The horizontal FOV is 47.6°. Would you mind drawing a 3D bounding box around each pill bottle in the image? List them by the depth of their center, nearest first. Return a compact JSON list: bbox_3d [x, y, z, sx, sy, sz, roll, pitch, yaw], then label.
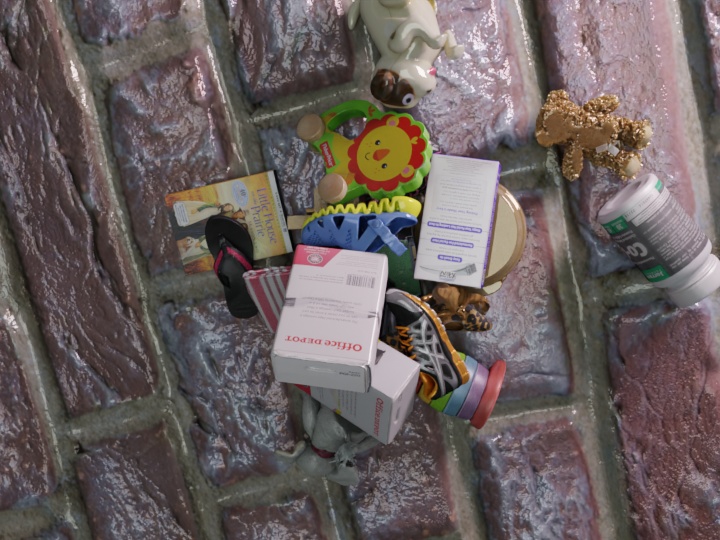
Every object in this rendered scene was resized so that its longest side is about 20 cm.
[{"bbox_3d":[0.485,-0.046,1.308,0.113,0.113,0.200,-41,93,11],"label":"pill bottle"}]

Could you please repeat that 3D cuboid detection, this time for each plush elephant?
[{"bbox_3d":[-0.054,0.285,1.401,0.164,0.201,0.155,34,126,-17],"label":"plush elephant"}]

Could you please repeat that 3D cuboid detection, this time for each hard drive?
[{"bbox_3d":[0.000,0.000,1.367,0.199,0.038,0.140,-8,134,8],"label":"hard drive"}]

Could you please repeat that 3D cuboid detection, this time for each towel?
[{"bbox_3d":[-0.082,0.042,1.365,0.199,0.030,0.147,-7,133,11],"label":"towel"}]

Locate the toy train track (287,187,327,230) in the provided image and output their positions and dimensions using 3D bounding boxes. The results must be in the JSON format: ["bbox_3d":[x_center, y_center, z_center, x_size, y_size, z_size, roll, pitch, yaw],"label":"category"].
[{"bbox_3d":[-0.024,-0.083,1.393,0.199,0.033,0.116,-1,87,0],"label":"toy train track"}]

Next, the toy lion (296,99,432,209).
[{"bbox_3d":[0.013,-0.192,1.300,0.191,0.069,0.201,-27,62,11],"label":"toy lion"}]

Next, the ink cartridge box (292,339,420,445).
[{"bbox_3d":[-0.014,0.164,1.292,0.199,0.086,0.148,29,145,19],"label":"ink cartridge box"}]

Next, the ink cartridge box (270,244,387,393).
[{"bbox_3d":[-0.042,0.071,1.216,0.145,0.201,0.085,7,142,5],"label":"ink cartridge box"}]

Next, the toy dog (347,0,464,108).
[{"bbox_3d":[0.063,-0.355,1.275,0.193,0.139,0.202,-2,91,20],"label":"toy dog"}]

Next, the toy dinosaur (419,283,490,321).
[{"bbox_3d":[0.133,0.042,1.285,0.106,0.200,0.061,-36,64,25],"label":"toy dinosaur"}]

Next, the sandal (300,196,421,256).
[{"bbox_3d":[-0.002,-0.058,1.272,0.199,0.079,0.088,-9,73,22],"label":"sandal"}]

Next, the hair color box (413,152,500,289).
[{"bbox_3d":[0.155,-0.078,1.300,0.109,0.065,0.201,9,93,12],"label":"hair color box"}]

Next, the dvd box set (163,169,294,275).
[{"bbox_3d":[-0.225,-0.082,1.410,0.199,0.029,0.147,-11,101,7],"label":"dvd box set"}]

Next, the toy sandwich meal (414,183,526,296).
[{"bbox_3d":[0.186,-0.056,1.362,0.204,0.070,0.207,0,92,13],"label":"toy sandwich meal"}]

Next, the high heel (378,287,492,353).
[{"bbox_3d":[0.124,0.118,1.355,0.199,0.071,0.143,14,62,-12],"label":"high heel"}]

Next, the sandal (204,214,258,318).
[{"bbox_3d":[-0.214,0.000,1.389,0.075,0.045,0.201,-8,116,6],"label":"sandal"}]

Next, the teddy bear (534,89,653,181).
[{"bbox_3d":[0.375,-0.218,1.321,0.199,0.067,0.146,1,109,-1],"label":"teddy bear"}]

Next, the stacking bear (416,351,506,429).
[{"bbox_3d":[0.133,0.179,1.388,0.199,0.114,0.122,23,101,6],"label":"stacking bear"}]

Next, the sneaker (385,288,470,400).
[{"bbox_3d":[0.094,0.116,1.274,0.077,0.078,0.201,-38,103,-17],"label":"sneaker"}]

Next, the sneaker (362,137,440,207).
[{"bbox_3d":[0.068,-0.141,1.349,0.095,0.079,0.201,25,92,-15],"label":"sneaker"}]
